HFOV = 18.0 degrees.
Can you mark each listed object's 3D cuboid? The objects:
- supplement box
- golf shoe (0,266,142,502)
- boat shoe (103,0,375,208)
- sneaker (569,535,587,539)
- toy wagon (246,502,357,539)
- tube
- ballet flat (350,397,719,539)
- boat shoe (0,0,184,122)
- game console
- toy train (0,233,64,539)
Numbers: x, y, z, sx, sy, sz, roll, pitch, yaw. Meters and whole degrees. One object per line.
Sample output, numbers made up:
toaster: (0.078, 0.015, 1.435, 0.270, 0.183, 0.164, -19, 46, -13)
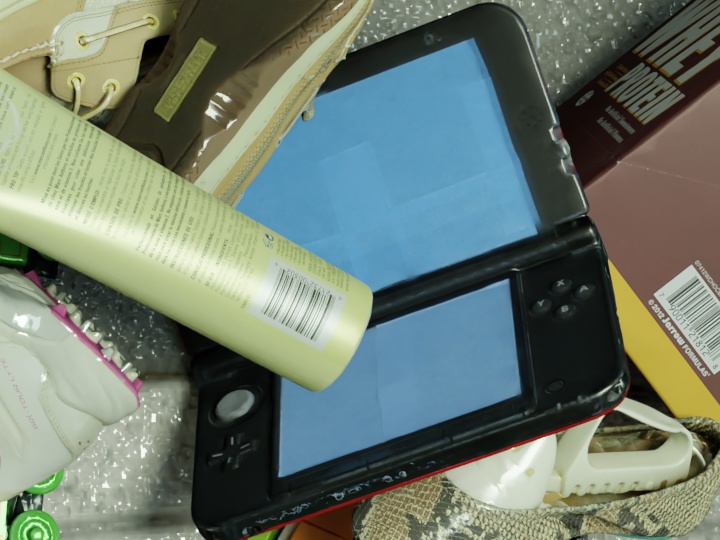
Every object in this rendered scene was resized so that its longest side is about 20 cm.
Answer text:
supplement box: (0.204, -0.026, 1.108, 0.200, 0.133, 0.198, -38, 106, 4)
golf shoe: (-0.180, 0.015, 0.915, 0.092, 0.075, 0.200, -46, 111, 0)
boat shoe: (-0.043, -0.091, 0.987, 0.200, 0.072, 0.076, -50, 152, 5)
sneaker: (0.097, 0.149, 1.079, 0.075, 0.114, 0.201, 24, 73, -33)
toy wagon: (0.012, 0.155, 1.017, 0.201, 0.154, 0.040, -59, 155, -23)
tube: (-0.089, -0.018, 0.918, 0.199, 0.058, 0.052, 29, 97, -19)
ballet flat: (0.086, 0.086, 1.000, 0.199, 0.076, 0.068, -2, 40, -37)
boat shoe: (-0.122, -0.096, 0.991, 0.200, 0.074, 0.067, -31, 91, -38)
game console: (0.000, 0.000, 0.987, 0.173, 0.199, 0.119, -91, 158, -56)
toy train: (-0.155, 0.035, 0.990, 0.056, 0.042, 0.202, 7, 80, -20)
